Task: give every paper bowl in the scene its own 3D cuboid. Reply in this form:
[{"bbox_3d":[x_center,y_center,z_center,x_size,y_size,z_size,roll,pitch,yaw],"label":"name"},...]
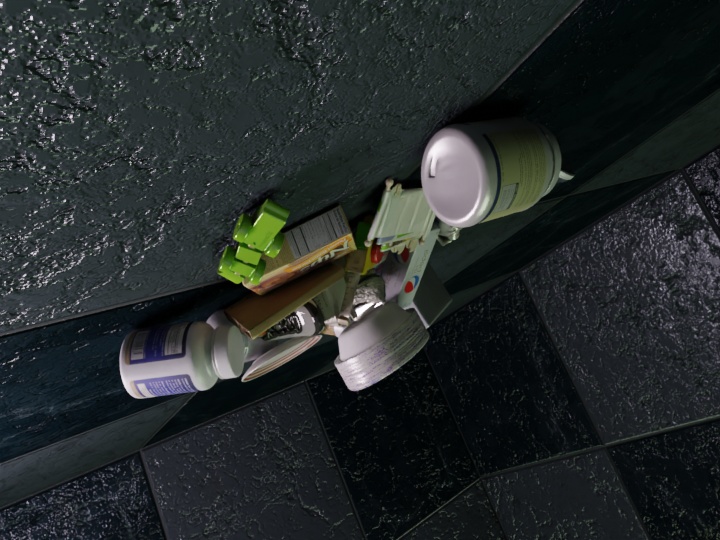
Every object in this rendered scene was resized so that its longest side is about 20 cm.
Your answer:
[{"bbox_3d":[0.034,0.139,1.130,0.197,0.106,0.201,-33,-179,1],"label":"paper bowl"}]

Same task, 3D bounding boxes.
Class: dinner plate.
[{"bbox_3d":[-0.172,0.182,1.217,0.195,0.025,0.201,-29,169,-6],"label":"dinner plate"}]

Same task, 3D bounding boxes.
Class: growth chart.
[{"bbox_3d":[0.083,-0.093,1.011,0.196,0.018,0.148,-8,129,-50],"label":"growth chart"}]

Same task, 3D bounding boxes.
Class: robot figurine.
[{"bbox_3d":[-0.249,0.133,1.179,0.169,0.115,0.197,-44,160,31],"label":"robot figurine"}]

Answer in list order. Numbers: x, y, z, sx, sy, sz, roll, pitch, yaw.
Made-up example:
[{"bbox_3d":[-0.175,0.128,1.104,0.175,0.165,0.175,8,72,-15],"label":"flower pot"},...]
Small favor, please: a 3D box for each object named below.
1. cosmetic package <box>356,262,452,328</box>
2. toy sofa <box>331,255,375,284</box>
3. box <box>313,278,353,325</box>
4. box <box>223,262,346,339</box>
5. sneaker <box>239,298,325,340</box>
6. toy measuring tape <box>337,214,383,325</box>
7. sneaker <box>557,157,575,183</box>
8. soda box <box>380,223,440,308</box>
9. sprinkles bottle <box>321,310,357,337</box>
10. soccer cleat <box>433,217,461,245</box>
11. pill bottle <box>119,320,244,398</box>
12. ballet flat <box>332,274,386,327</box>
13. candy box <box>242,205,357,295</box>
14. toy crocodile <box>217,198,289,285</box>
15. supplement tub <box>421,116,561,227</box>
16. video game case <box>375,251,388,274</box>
[{"bbox_3d":[0.107,0.077,1.445,0.166,0.169,0.199,-35,178,30],"label":"cosmetic package"},{"bbox_3d":[-0.025,0.004,1.185,0.094,0.085,0.200,-21,167,-3],"label":"toy sofa"},{"bbox_3d":[-0.115,0.062,1.080,0.195,0.085,0.068,-13,-163,35],"label":"box"},{"bbox_3d":[-0.138,0.042,1.001,0.197,0.022,0.162,-33,-158,-21],"label":"box"},{"bbox_3d":[-0.141,0.096,1.009,0.195,0.076,0.079,-6,-159,39],"label":"sneaker"},{"bbox_3d":[0.000,0.000,1.036,0.071,0.208,0.074,13,174,1],"label":"toy measuring tape"},{"bbox_3d":[0.349,-0.183,1.176,0.197,0.079,0.147,-1,143,-40],"label":"sneaker"},{"bbox_3d":[0.095,-0.016,1.189,0.062,0.068,0.205,-13,133,-41],"label":"soda box"},{"bbox_3d":[-0.102,0.103,1.248,0.193,0.071,0.068,6,-177,29],"label":"sprinkles bottle"},{"bbox_3d":[0.187,-0.115,1.133,0.068,0.089,0.201,-22,166,-12],"label":"soccer cleat"},{"bbox_3d":[-0.314,0.156,1.009,0.192,0.125,0.120,-7,169,6],"label":"pill bottle"},{"bbox_3d":[-0.030,0.076,1.131,0.196,0.074,0.071,-29,167,27],"label":"ballet flat"},{"bbox_3d":[-0.105,-0.030,0.955,0.195,0.057,0.116,-26,170,0],"label":"candy box"},{"bbox_3d":[-0.158,-0.039,0.818,0.066,0.064,0.200,20,140,-20],"label":"toy crocodile"},{"bbox_3d":[0.204,-0.157,0.870,0.195,0.149,0.145,-16,165,-35],"label":"supplement tub"},{"bbox_3d":[0.053,-0.032,1.343,0.179,0.024,0.199,-12,161,-47],"label":"video game case"}]
